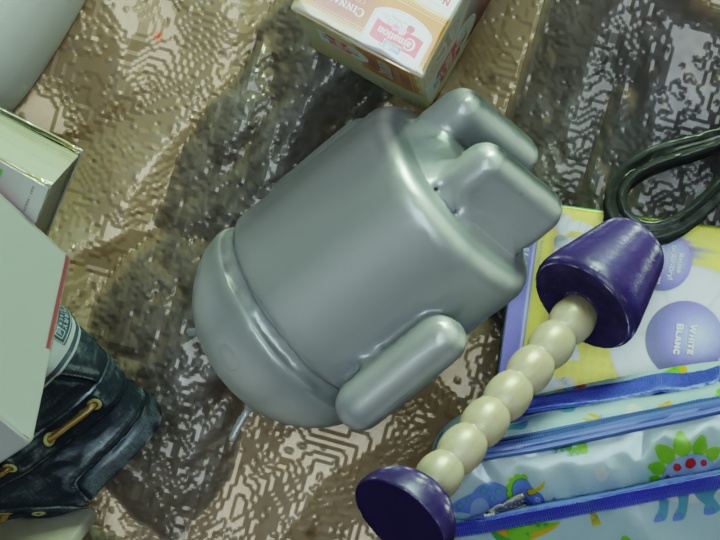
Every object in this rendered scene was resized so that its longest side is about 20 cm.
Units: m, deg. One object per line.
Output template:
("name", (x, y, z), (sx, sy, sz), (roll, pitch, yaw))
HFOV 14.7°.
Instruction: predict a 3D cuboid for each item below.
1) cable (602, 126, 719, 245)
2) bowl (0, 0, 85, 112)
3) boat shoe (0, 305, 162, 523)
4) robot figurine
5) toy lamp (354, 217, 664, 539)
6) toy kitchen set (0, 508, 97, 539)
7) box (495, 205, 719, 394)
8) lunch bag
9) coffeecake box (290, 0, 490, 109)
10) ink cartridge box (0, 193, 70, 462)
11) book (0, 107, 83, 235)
("cable", (0.206, -0.076, 1.384), (0.097, 0.050, 0.200), (40, 84, 2))
("bowl", (-0.226, -0.193, 1.403), (0.200, 0.075, 0.200), (29, 88, 5))
("boat shoe", (-0.196, 0.102, 1.391), (0.200, 0.071, 0.091), (-35, 120, 19))
("robot figurine", (0.000, 0.000, 1.353), (0.200, 0.170, 0.113), (-37, 130, 18))
("toy lamp", (0.075, 0.048, 1.298), (0.058, 0.058, 0.200), (42, 57, 3))
("toy kitchen set", (-0.173, 0.234, 1.365), (0.200, 0.163, 0.180), (-10, 108, 17))
("box", (0.170, 0.035, 1.391), (0.200, 0.048, 0.117), (7, 88, 1))
("lunch bag", (0.133, 0.130, 1.345), (0.200, 0.082, 0.161), (-10, 105, 9))
("coffeecake box", (0.049, -0.186, 1.350), (0.073, 0.154, 0.200), (29, 89, 4))
("ink cartridge box", (-0.242, 0.060, 1.318), (0.200, 0.145, 0.083), (-33, 119, 24))
("book", (-0.254, -0.044, 1.388), (0.200, 0.048, 0.134), (28, 119, 2))
